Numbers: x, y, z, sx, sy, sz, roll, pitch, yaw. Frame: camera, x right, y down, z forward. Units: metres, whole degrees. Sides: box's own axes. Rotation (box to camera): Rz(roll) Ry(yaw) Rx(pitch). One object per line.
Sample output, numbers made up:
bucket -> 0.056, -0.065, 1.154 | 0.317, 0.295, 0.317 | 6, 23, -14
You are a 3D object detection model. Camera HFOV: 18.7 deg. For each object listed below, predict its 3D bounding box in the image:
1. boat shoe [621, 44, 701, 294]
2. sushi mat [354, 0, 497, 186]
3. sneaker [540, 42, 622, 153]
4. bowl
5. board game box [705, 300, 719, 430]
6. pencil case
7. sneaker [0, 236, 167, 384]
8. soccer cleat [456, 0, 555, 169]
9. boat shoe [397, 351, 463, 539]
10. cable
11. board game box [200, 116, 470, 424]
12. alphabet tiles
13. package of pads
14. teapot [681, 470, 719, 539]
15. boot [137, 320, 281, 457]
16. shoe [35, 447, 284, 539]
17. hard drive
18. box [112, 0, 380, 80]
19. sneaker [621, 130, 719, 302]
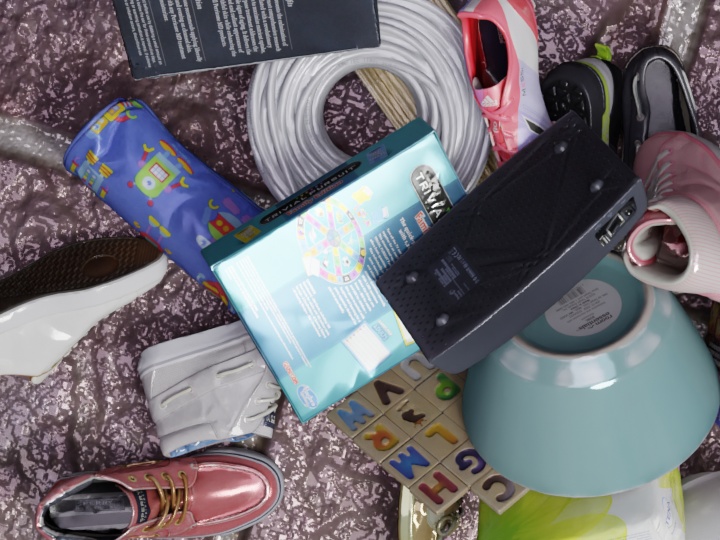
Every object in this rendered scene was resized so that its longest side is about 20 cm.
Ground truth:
boat shoe -> 0.242, -0.080, 1.743 | 0.072, 0.063, 0.202 | -6, 92, 2
sushi mat -> 0.065, -0.143, 1.770 | 0.095, 0.012, 0.201 | -35, 91, 4
sneaker -> 0.182, -0.079, 1.740 | 0.071, 0.083, 0.202 | 21, 119, 29
bowl -> 0.166, 0.059, 1.634 | 0.199, 0.202, 0.106 | -14, 133, 2
board game box -> 0.332, 0.026, 1.697 | 0.096, 0.159, 0.202 | 9, 94, 1
pencil case -> -0.141, -0.055, 1.743 | 0.200, 0.078, 0.087 | 40, 90, 2
sneaker -> -0.245, 0.037, 1.772 | 0.198, 0.073, 0.085 | -21, 127, -6
soccer cleat -> 0.116, -0.117, 1.670 | 0.066, 0.076, 0.202 | -3, 105, 36
boat shoe -> 0.067, 0.157, 1.756 | 0.062, 0.073, 0.203 | 5, 85, 6
cable -> 0.009, -0.122, 1.734 | 0.199, 0.069, 0.201 | -32, 91, 5
board game box -> 0.000, 0.000, 1.679 | 0.199, 0.047, 0.152 | -31, 113, -4
alphabet tiles -> 0.076, 0.102, 1.696 | 0.166, 0.006, 0.200 | -36, 53, -21
package of pads -> 0.171, 0.164, 1.676 | 0.153, 0.201, 0.069 | -15, 125, 18
teapot -> 0.280, 0.224, 1.716 | 0.198, 0.199, 0.147 | -54, 49, 32
boot -> -0.076, 0.087, 1.748 | 0.198, 0.074, 0.096 | -18, 75, 11
shoe -> -0.161, 0.188, 1.752 | 0.198, 0.091, 0.072 | -6, 93, 2
hard drive -> 0.113, -0.018, 1.608 | 0.200, 0.135, 0.042 | -41, 125, 4
box -> -0.092, -0.269, 1.672 | 0.194, 0.124, 0.202 | -7, 57, 0
sneaker -> 0.231, -0.046, 1.625 | 0.104, 0.201, 0.076 | 6, 122, -27
